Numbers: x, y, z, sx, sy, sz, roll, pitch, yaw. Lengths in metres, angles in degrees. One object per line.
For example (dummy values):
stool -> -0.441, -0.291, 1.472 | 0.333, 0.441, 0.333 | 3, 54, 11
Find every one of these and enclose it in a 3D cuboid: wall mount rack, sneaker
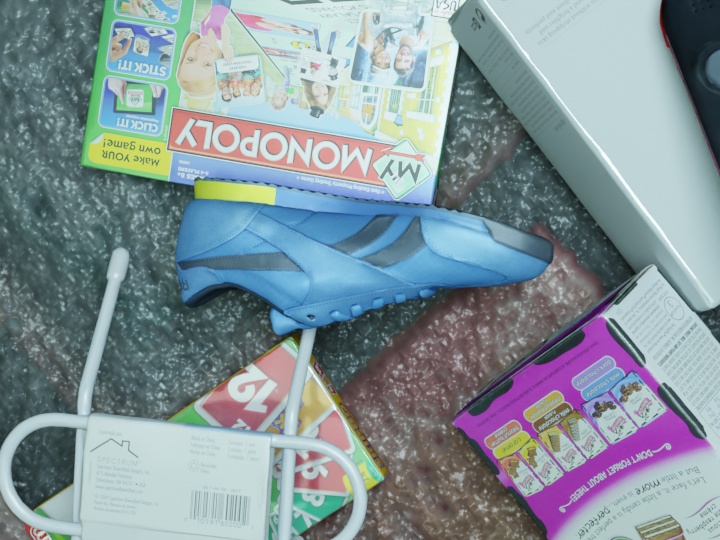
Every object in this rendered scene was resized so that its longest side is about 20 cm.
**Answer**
wall mount rack -> -0.088, 0.081, 0.900 | 0.199, 0.075, 0.175 | 5, 95, 8
sneaker -> 0.000, 0.000, 0.874 | 0.199, 0.066, 0.079 | 7, 85, 12

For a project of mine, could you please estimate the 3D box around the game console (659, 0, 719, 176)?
game console -> 0.253, -0.092, 0.774 | 0.199, 0.031, 0.178 | -17, 60, 2

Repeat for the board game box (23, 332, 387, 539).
board game box -> -0.092, 0.130, 0.949 | 0.199, 0.030, 0.096 | -34, 89, 11

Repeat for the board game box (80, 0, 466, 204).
board game box -> -0.047, -0.107, 0.924 | 0.199, 0.029, 0.136 | 10, 94, 7

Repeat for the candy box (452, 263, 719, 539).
candy box -> 0.160, 0.114, 0.863 | 0.200, 0.061, 0.136 | 51, 137, 2

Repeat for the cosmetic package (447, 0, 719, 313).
cosmetic package -> 0.151, -0.087, 0.862 | 0.113, 0.081, 0.200 | -35, 90, -9
